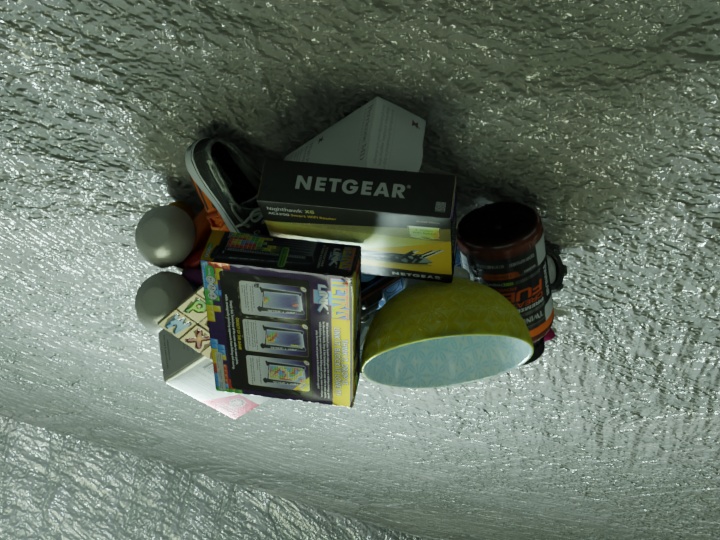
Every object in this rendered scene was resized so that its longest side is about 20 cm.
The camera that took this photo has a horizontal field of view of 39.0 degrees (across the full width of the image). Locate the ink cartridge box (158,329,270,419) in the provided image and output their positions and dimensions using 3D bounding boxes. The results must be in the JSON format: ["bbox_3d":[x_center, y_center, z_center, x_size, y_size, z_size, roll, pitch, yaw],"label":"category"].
[{"bbox_3d":[-0.131,0.089,1.283,0.200,0.083,0.146,-31,139,17],"label":"ink cartridge box"}]

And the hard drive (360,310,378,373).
[{"bbox_3d":[0.060,0.090,1.388,0.199,0.033,0.140,3,137,-22],"label":"hard drive"}]

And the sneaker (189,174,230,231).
[{"bbox_3d":[-0.164,-0.041,1.284,0.077,0.112,0.200,-12,123,48],"label":"sneaker"}]

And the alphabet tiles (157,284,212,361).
[{"bbox_3d":[-0.108,0.068,1.194,0.167,0.008,0.200,-37,124,21],"label":"alphabet tiles"}]

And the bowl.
[{"bbox_3d":[0.095,0.058,1.188,0.199,0.108,0.200,-5,158,-2],"label":"bowl"}]

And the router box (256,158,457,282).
[{"bbox_3d":[0.003,-0.050,1.082,0.199,0.052,0.157,6,156,9],"label":"router box"}]

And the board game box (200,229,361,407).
[{"bbox_3d":[-0.083,0.056,1.123,0.165,0.057,0.201,6,130,5],"label":"board game box"}]

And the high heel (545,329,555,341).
[{"bbox_3d":[0.214,0.116,1.618,0.096,0.068,0.200,30,148,-18],"label":"high heel"}]

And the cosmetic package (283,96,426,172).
[{"bbox_3d":[-0.018,-0.107,1.151,0.074,0.102,0.200,22,152,-28],"label":"cosmetic package"}]

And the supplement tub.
[{"bbox_3d":[0.185,0.022,1.268,0.107,0.107,0.201,0,127,22],"label":"supplement tub"}]

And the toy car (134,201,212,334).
[{"bbox_3d":[-0.211,0.004,1.379,0.149,0.201,0.175,-2,173,13],"label":"toy car"}]

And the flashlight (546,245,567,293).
[{"bbox_3d":[0.185,0.014,1.396,0.200,0.068,0.068,-15,138,45],"label":"flashlight"}]

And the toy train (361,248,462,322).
[{"bbox_3d":[0.039,-0.013,1.246,0.087,0.200,0.115,26,139,47],"label":"toy train"}]

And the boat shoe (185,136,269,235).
[{"bbox_3d":[-0.127,-0.082,1.232,0.068,0.074,0.200,-1,129,54],"label":"boat shoe"}]
